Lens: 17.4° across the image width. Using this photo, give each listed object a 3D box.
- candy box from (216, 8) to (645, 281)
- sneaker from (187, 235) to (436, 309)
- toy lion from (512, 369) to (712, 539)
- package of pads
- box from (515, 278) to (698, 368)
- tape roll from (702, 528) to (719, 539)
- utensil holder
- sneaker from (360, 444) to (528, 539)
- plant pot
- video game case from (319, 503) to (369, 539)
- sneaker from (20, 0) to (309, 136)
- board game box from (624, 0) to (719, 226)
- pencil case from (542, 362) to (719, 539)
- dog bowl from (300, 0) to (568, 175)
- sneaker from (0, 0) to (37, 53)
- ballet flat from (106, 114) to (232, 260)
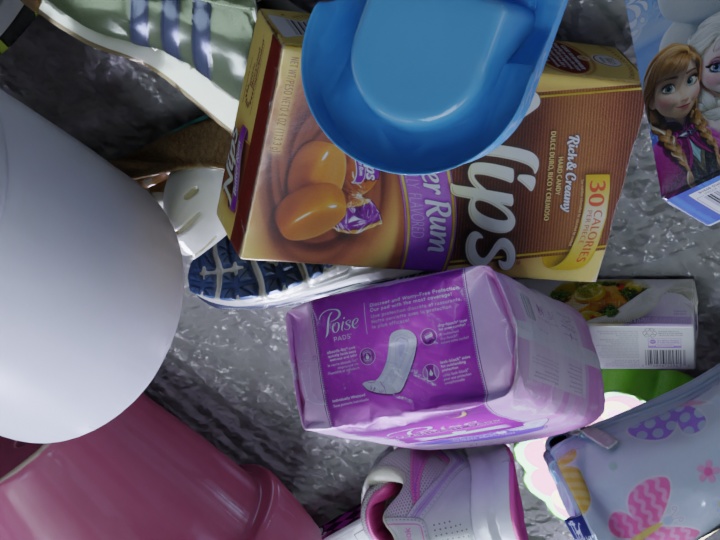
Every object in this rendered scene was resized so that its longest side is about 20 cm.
[{"bbox_3d":[0.037,-0.062,1.198,0.199,0.056,0.117,3,116,-21],"label":"candy box"},{"bbox_3d":[0.000,0.000,1.325,0.199,0.077,0.085,-10,139,20],"label":"sneaker"},{"bbox_3d":[0.186,0.137,1.460,0.191,0.069,0.200,15,138,3],"label":"toy lion"},{"bbox_3d":[0.050,0.051,1.253,0.120,0.076,0.200,-12,169,17],"label":"package of pads"},{"bbox_3d":[0.096,0.031,1.367,0.199,0.039,0.042,-1,136,10],"label":"box"},{"bbox_3d":[0.241,0.197,1.391,0.202,0.037,0.203,-21,148,-14],"label":"tape roll"},{"bbox_3d":[-0.204,-0.009,1.194,0.169,0.171,0.200,-13,157,22],"label":"utensil holder"},{"bbox_3d":[0.040,0.127,1.387,0.088,0.200,0.082,-11,95,-4],"label":"sneaker"},{"bbox_3d":[-0.154,0.162,1.456,0.200,0.200,0.179,-27,111,33],"label":"plant pot"},{"bbox_3d":[0.005,0.252,1.533,0.200,0.036,0.182,-31,101,12],"label":"video game case"},{"bbox_3d":[-0.085,-0.143,1.195,0.200,0.067,0.090,33,124,-24],"label":"sneaker"},{"bbox_3d":[0.207,-0.149,1.032,0.200,0.200,0.043,-27,146,32],"label":"board game box"},{"bbox_3d":[0.203,0.094,1.337,0.199,0.083,0.091,-27,92,1],"label":"pencil case"},{"bbox_3d":[0.048,-0.139,1.096,0.111,0.201,0.050,20,-179,19],"label":"dog bowl"},{"bbox_3d":[-0.254,-0.122,1.246,0.200,0.075,0.076,-29,110,27],"label":"sneaker"},{"bbox_3d":[-0.117,-0.035,1.305,0.199,0.073,0.068,-11,136,20],"label":"ballet flat"}]
